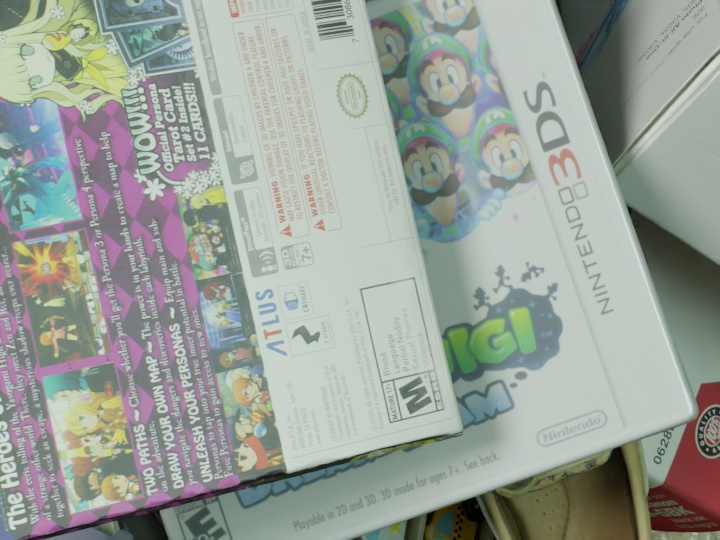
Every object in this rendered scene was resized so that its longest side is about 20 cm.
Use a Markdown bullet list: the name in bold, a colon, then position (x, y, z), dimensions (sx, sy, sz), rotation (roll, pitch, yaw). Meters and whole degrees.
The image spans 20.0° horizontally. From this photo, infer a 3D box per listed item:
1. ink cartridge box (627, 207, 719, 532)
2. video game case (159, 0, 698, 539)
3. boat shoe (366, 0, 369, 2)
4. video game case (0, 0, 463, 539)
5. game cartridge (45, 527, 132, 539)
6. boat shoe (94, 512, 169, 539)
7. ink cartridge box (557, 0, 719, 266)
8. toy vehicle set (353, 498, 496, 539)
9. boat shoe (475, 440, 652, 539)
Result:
- **ink cartridge box**: position (0.090, 0.006, 0.879), dimensions (0.199, 0.083, 0.148), rotation (29, 72, -23)
- **video game case**: position (0.000, 0.000, 0.747), dimensions (0.199, 0.024, 0.183), rotation (-20, 85, 8)
- **boat shoe**: position (-0.006, -0.107, 0.833), dimensions (0.200, 0.071, 0.070), rotation (-51, 120, -34)
- **video game case**: position (-0.070, -0.022, 0.685), dimensions (0.180, 0.036, 0.202), rotation (-12, 87, -24)
- **game cartridge**: position (-0.161, 0.109, 0.685), dimensions (0.199, 0.039, 0.130), rotation (25, 30, 0)
- **boat shoe**: position (-0.102, 0.108, 0.780), dimensions (0.071, 0.061, 0.202), rotation (-32, 92, 17)
- **ink cartridge box**: position (0.164, -0.082, 0.842), dimensions (0.145, 0.088, 0.201), rotation (29, 28, -22)
- **toy vehicle set**: position (0.026, 0.176, 0.836), dimensions (0.124, 0.026, 0.201), rotation (22, 63, -24)
- **boat shoe**: position (0.083, 0.086, 0.799), dimensions (0.073, 0.063, 0.201), rotation (-22, 114, 0)
